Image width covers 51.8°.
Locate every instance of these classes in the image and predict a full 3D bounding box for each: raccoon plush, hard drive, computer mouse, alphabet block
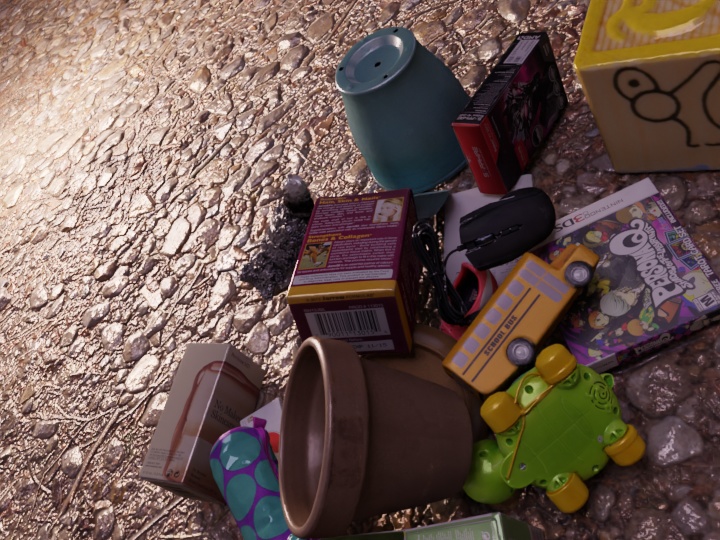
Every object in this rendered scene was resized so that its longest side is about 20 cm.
[{"bbox_3d":[-0.135,-0.049,1.124,0.097,0.201,0.134,33,66,33],"label":"raccoon plush"},{"bbox_3d":[0.176,-0.031,1.007,0.131,0.026,0.201,-13,53,26],"label":"hard drive"},{"bbox_3d":[0.166,-0.015,0.873,0.199,0.142,0.046,-18,4,-20],"label":"computer mouse"},{"bbox_3d":[0.392,-0.256,0.900,0.194,0.200,0.198,1,60,34],"label":"alphabet block"}]

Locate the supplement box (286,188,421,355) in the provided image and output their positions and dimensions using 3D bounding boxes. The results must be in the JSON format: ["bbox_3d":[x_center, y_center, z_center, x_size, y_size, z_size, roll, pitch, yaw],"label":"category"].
[{"bbox_3d":[0.000,0.000,0.905,0.130,0.104,0.201,-4,39,15],"label":"supplement box"}]

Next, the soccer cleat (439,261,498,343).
[{"bbox_3d":[0.114,0.086,0.914,0.066,0.076,0.201,17,82,36],"label":"soccer cleat"}]

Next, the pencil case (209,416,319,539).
[{"bbox_3d":[-0.103,0.268,0.854,0.093,0.085,0.200,-55,45,10],"label":"pencil case"}]

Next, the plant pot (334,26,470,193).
[{"bbox_3d":[0.060,-0.252,1.126,0.199,0.188,0.201,-19,48,22],"label":"plant pot"}]

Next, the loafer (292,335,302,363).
[{"bbox_3d":[-0.019,0.162,0.974,0.075,0.069,0.200,-21,51,-34],"label":"loafer"}]

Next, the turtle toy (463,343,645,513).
[{"bbox_3d":[0.189,0.175,0.789,0.200,0.101,0.146,-40,90,2],"label":"turtle toy"}]

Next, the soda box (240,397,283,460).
[{"bbox_3d":[-0.093,0.268,0.951,0.068,0.064,0.201,-32,47,10],"label":"soda box"}]

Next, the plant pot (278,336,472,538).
[{"bbox_3d":[0.019,0.175,0.777,0.200,0.173,0.202,-173,90,-73],"label":"plant pot"}]

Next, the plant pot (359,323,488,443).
[{"bbox_3d":[0.053,0.163,0.880,0.198,0.027,0.202,-1,86,14],"label":"plant pot"}]

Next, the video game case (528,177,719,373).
[{"bbox_3d":[0.303,0.005,0.874,0.180,0.036,0.201,-25,52,11],"label":"video game case"}]

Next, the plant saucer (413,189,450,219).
[{"bbox_3d":[0.033,-0.085,1.065,0.199,0.200,0.036,-5,97,31],"label":"plant saucer"}]

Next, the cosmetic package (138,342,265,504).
[{"bbox_3d":[-0.218,0.213,1.049,0.087,0.103,0.201,-3,59,30],"label":"cosmetic package"}]

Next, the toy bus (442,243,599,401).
[{"bbox_3d":[0.182,0.053,0.829,0.078,0.065,0.200,36,82,20],"label":"toy bus"}]

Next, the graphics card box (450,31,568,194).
[{"bbox_3d":[0.212,-0.218,1.028,0.051,0.126,0.200,12,56,42],"label":"graphics card box"}]

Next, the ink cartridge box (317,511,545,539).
[{"bbox_3d":[0.076,0.291,0.760,0.199,0.145,0.048,-19,60,23],"label":"ink cartridge box"}]
